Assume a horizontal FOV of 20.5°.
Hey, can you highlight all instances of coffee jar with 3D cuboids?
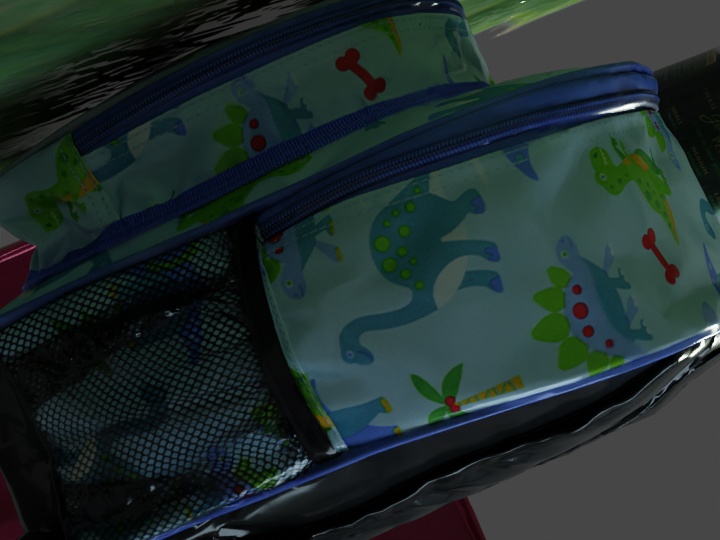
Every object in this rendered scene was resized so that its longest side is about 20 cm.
[{"bbox_3d":[0.231,-0.088,1.097,0.199,0.105,0.085,-25,-176,22],"label":"coffee jar"}]

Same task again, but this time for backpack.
[{"bbox_3d":[0.000,0.000,0.577,0.199,0.148,0.183,-20,178,17],"label":"backpack"}]

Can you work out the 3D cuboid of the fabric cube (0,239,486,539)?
[{"bbox_3d":[-0.081,0.081,0.817,0.195,0.201,0.199,-23,174,-9],"label":"fabric cube"}]
